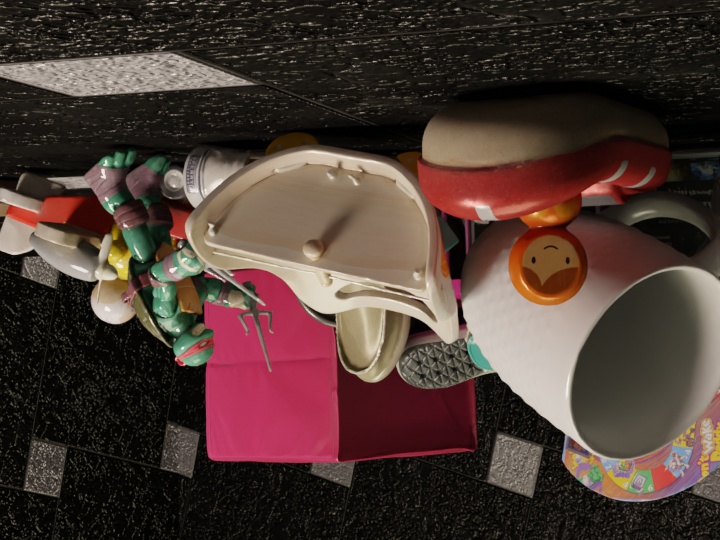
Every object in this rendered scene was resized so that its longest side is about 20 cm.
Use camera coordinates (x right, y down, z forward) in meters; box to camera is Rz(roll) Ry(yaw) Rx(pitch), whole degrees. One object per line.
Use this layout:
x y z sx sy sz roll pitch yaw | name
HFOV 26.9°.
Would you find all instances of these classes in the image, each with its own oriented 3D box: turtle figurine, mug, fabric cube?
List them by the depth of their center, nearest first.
0.176 0.015 1.086 0.200 0.148 0.175 -38 -143 -11 | mug
-0.146 0.002 1.206 0.100 0.200 0.150 -29 170 -2 | turtle figurine
-0.021 0.092 1.517 0.196 0.201 0.199 3 174 -43 | fabric cube

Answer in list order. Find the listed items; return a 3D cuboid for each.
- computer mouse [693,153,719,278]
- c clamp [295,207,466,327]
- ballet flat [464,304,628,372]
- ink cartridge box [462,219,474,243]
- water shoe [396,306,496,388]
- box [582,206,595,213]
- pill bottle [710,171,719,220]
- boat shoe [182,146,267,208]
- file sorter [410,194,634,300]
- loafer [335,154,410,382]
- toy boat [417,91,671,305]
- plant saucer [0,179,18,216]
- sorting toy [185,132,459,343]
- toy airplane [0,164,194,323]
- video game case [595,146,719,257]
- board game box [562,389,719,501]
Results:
0.288 -0.004 1.168 0.044 0.110 0.200 -20 -154 50 | computer mouse
-0.002 -0.038 1.370 0.199 0.171 0.027 -14 168 -15 | c clamp
0.176 0.046 1.206 0.199 0.076 0.064 0 -153 36 | ballet flat
-0.002 -0.050 1.550 0.199 0.085 0.145 0 177 -24 | ink cartridge box
0.128 0.052 1.361 0.199 0.072 0.079 -7 -150 2 | water shoe
0.304 0.001 1.409 0.124 0.197 0.200 -8 -177 -29 | box
0.361 -0.048 1.075 0.116 0.117 0.200 0 172 -39 | pill bottle
-0.060 -0.067 1.239 0.070 0.071 0.200 1 173 31 | boat shoe
0.131 -0.039 1.282 0.138 0.126 0.200 1 177 -20 | file sorter
0.000 0.000 1.290 0.068 0.201 0.076 -7 -163 -38 | loafer
0.120 -0.043 0.968 0.130 0.131 0.200 -2 178 30 | toy boat
-0.411 -0.072 1.507 0.199 0.030 0.200 -1 178 0 | plant saucer
0.000 -0.004 1.130 0.199 0.107 0.180 13 152 24 | sorting toy
-0.238 -0.022 1.374 0.199 0.142 0.199 0 179 -38 | toy airplane
0.301 -0.014 1.273 0.199 0.183 0.023 -1 -170 22 | video game case
0.226 0.083 1.207 0.158 0.201 0.039 -7 154 42 | board game box
